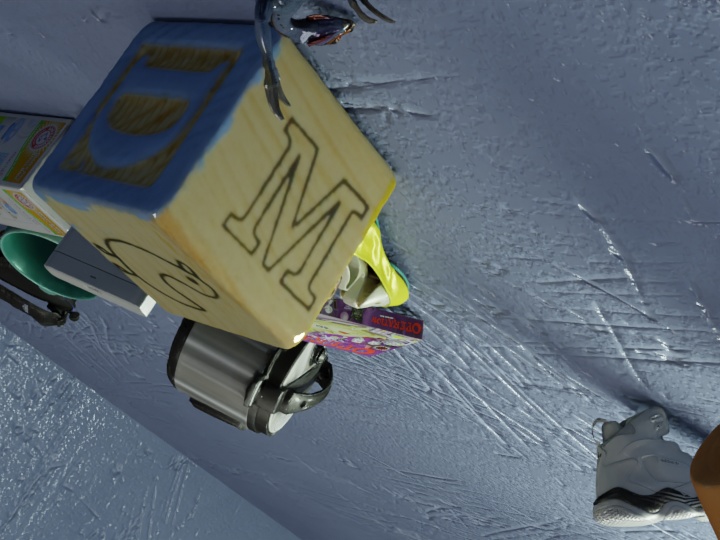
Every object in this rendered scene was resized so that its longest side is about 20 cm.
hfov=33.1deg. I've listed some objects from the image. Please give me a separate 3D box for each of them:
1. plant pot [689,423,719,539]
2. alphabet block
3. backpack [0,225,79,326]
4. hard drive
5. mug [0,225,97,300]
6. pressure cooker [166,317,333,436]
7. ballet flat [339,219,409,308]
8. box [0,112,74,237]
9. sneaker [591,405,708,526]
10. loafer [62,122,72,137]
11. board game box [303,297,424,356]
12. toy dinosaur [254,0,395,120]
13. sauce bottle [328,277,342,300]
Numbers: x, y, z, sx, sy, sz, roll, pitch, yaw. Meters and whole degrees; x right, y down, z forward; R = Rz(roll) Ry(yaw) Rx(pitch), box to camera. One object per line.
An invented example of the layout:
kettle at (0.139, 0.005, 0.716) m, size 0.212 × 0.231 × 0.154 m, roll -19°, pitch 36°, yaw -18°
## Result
plant pot at (0.368, 0.183, 0.995) m, size 0.140 × 0.200 × 0.200 m, roll 51°, pitch 159°, yaw -5°
alphabet block at (-0.123, -0.078, 1.053) m, size 0.195 × 0.197 × 0.200 m, roll 15°, pitch 155°, yaw 44°
backpack at (-0.507, -0.037, 1.812) m, size 0.190 × 0.154 × 0.200 m, roll 15°, pitch 151°, yaw 19°
hard drive at (-0.213, -0.061, 1.222) m, size 0.132 × 0.200 × 0.027 m, roll 21°, pitch 158°, yaw 28°
mug at (-0.403, -0.048, 1.644) m, size 0.185 × 0.115 × 0.152 m, roll -6°, pitch 139°, yaw 41°
pressure cooker at (-0.134, 0.120, 1.599) m, size 0.200 × 0.176 × 0.179 m, roll 26°, pitch 151°, yaw 11°
ballet flat at (0.000, 0.000, 1.255) m, size 0.067 × 0.067 × 0.200 m, roll 20°, pitch 158°, yaw 23°
box at (-0.409, -0.121, 1.507) m, size 0.200 × 0.113 × 0.101 m, roll 12°, pitch 152°, yaw 44°
sneaker at (0.332, 0.199, 1.245) m, size 0.199 × 0.115 × 0.075 m, roll -3°, pitch 162°, yaw -6°
loafer at (-0.262, -0.104, 1.420) m, size 0.200 × 0.072 × 0.063 m, roll 42°, pitch 179°, yaw -12°
board game box at (-0.042, 0.058, 1.391) m, size 0.200 × 0.032 × 0.120 m, roll 15°, pitch 164°, yaw -27°
toy dinosaur at (-0.037, -0.213, 0.826) m, size 0.181 × 0.105 × 0.200 m, roll -172°, pitch 65°, yaw -75°
sauce bottle at (-0.089, -0.042, 1.205) m, size 0.200 × 0.066 × 0.066 m, roll 51°, pitch 177°, yaw 39°
